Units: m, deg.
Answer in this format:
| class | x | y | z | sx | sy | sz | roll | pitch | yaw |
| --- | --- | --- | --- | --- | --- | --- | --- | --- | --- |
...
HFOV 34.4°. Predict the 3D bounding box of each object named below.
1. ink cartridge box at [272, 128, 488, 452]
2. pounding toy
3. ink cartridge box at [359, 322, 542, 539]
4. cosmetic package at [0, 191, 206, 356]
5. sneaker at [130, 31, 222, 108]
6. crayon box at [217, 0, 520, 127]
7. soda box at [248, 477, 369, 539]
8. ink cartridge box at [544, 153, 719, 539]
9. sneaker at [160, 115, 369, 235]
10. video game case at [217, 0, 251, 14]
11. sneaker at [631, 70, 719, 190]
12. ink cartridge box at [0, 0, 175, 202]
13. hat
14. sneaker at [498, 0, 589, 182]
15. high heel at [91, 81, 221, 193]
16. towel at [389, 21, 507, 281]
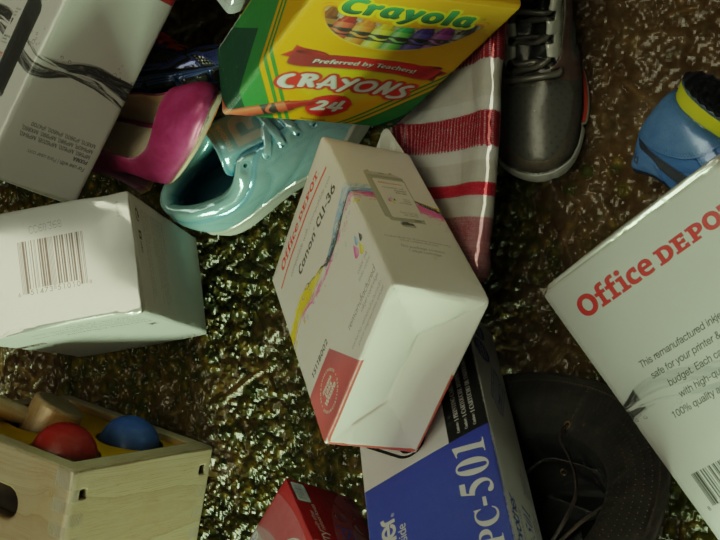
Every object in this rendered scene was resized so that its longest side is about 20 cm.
| class | x | y | z | sx | sy | sz | roll | pitch | yaw |
| --- | --- | --- | --- | --- | --- | --- | --- | --- | --- |
| ink cartridge box | 0.000 | 0.000 | 0.730 | 0.201 | 0.066 | 0.118 | -114 | 39 | -51 |
| pounding toy | -0.243 | 0.141 | 0.861 | 0.197 | 0.183 | 0.145 | 14 | 95 | 28 |
| ink cartridge box | 0.049 | 0.118 | 0.708 | 0.093 | 0.044 | 0.202 | -32 | 35 | 18 |
| cosmetic package | -0.181 | 0.009 | 0.809 | 0.111 | 0.200 | 0.083 | -10 | 81 | 4 |
| sneaker | -0.174 | -0.166 | 0.896 | 0.197 | 0.075 | 0.080 | 5 | 88 | 27 |
| crayon box | 0.005 | -0.149 | 0.682 | 0.200 | 0.125 | 0.052 | 142 | 124 | -59 |
| soda box | -0.013 | 0.225 | 0.744 | 0.071 | 0.063 | 0.200 | -59 | 30 | 14 |
| ink cartridge box | 0.217 | 0.044 | 0.619 | 0.201 | 0.084 | 0.146 | 55 | 133 | 6 |
| sneaker | -0.064 | -0.093 | 0.825 | 0.200 | 0.082 | 0.074 | -44 | 71 | 21 |
| video game case | -0.053 | -0.266 | 0.775 | 0.183 | 0.198 | 0.022 | 52 | 149 | 19 |
| sneaker | 0.242 | -0.026 | 0.670 | 0.200 | 0.066 | 0.079 | 44 | 128 | 20 |
| ink cartridge box | -0.218 | -0.172 | 0.806 | 0.144 | 0.083 | 0.202 | 36 | 103 | 39 |
| hat | 0.111 | 0.157 | 0.714 | 0.198 | 0.081 | 0.203 | -27 | 37 | 23 |
| sneaker | 0.101 | -0.159 | 0.727 | 0.076 | 0.082 | 0.204 | -4 | 87 | 12 |
| high heel | -0.164 | -0.109 | 0.819 | 0.068 | 0.095 | 0.199 | -63 | 19 | -15 |
| towel | 0.051 | -0.097 | 0.748 | 0.144 | 0.022 | 0.204 | -175 | 89 | -68 |
